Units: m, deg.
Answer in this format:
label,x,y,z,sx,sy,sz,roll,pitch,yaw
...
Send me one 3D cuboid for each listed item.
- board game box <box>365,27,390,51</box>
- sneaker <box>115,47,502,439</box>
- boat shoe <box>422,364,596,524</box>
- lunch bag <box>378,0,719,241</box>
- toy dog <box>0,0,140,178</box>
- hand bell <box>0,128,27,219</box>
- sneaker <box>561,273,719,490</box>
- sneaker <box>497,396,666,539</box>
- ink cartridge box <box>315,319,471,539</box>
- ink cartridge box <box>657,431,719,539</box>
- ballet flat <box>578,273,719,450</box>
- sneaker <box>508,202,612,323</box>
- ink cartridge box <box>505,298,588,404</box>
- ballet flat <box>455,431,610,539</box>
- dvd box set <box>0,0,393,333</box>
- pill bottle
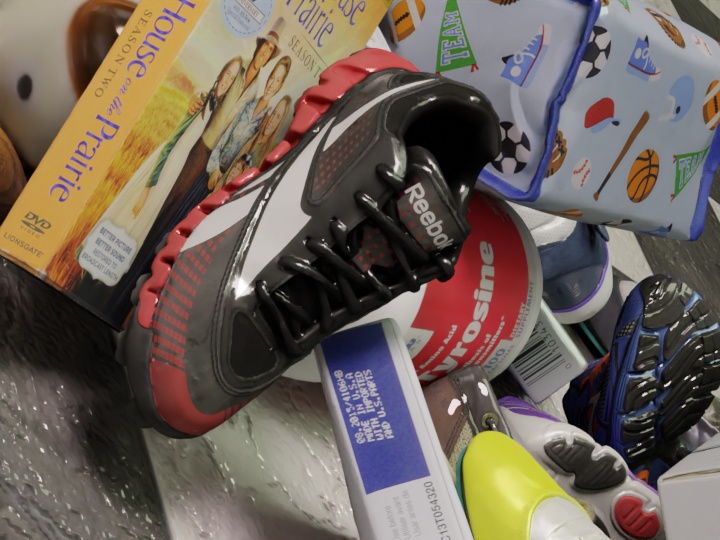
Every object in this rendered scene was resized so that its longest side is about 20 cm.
label,x,y,z,sx,sy,sz,roll,pitch,yaw
board game box,-0.080,-0.144,1.102,0.034,0.134,0.200,22,38,-56
sneaker,-0.014,-0.011,0.890,0.200,0.098,0.071,-50,127,-26
boat shoe,0.087,0.135,1.099,0.200,0.065,0.073,54,6,-15
lunch bag,0.066,-0.103,1.120,0.200,0.124,0.170,23,5,38
toy dog,-0.110,-0.122,0.987,0.194,0.140,0.200,27,53,-16
hand bell,-0.189,-0.087,0.879,0.200,0.104,0.104,53,16,-42
sneaker,0.148,0.072,1.267,0.078,0.075,0.200,46,-31,31
sneaker,0.136,0.133,1.226,0.200,0.081,0.083,48,3,-30
ink cartridge box,0.034,0.155,0.936,0.200,0.043,0.197,79,-7,-51
ink cartridge box,0.214,0.151,1.106,0.200,0.083,0.147,-9,89,-71
ballet flat,0.203,0.062,1.492,0.200,0.073,0.073,60,21,17
sneaker,0.105,-0.076,1.447,0.147,0.080,0.200,56,19,-45
ink cartridge box,0.054,-0.015,1.296,0.196,0.043,0.200,55,-1,2
ballet flat,0.102,0.164,1.020,0.067,0.067,0.200,-7,80,-47
dvd box set,-0.059,-0.068,0.912,0.029,0.200,0.146,29,-7,21
pill bottle,0.000,0.000,1.079,0.200,0.112,0.112,11,46,-61
